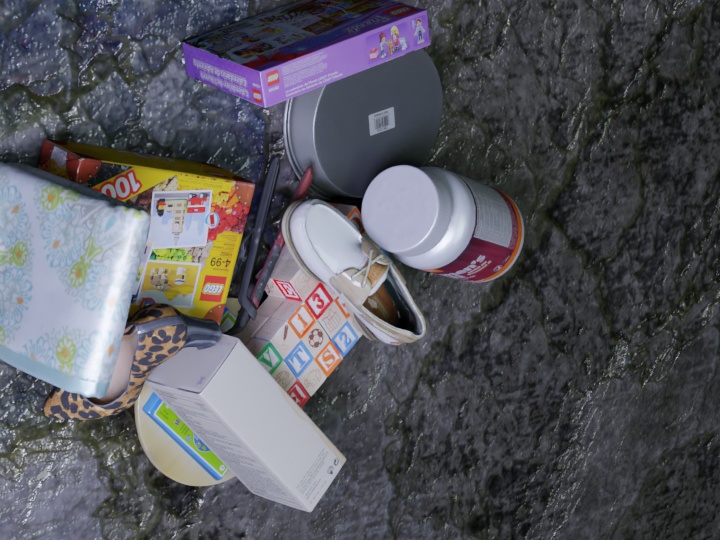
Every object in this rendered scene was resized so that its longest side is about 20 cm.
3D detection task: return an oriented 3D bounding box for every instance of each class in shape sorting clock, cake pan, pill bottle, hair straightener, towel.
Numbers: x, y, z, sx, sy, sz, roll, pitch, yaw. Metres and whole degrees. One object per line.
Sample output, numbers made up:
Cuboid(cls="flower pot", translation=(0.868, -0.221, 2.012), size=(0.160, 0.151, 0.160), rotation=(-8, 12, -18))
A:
Cuboid(cls="shape sorting clock", translation=(-0.153, 0.125, 1.756), size=(0.200, 0.039, 0.200), rotation=(-8, 102, -40))
Cuboid(cls="cake pan", translation=(0.010, -0.163, 1.775), size=(0.200, 0.037, 0.200), rotation=(-16, 117, -34))
Cuboid(cls="pill bottle", translation=(0.088, -0.051, 1.802), size=(0.200, 0.110, 0.110), rotation=(13, 99, -59))
Cuboid(cls="hair straightener", translation=(-0.117, -0.025, 1.721), size=(0.077, 0.041, 0.200), rotation=(21, 89, 1))
Cuboid(cls="towel", translation=(-0.279, 0.004, 1.500), size=(0.048, 0.200, 0.171), rotation=(0, 106, -54))

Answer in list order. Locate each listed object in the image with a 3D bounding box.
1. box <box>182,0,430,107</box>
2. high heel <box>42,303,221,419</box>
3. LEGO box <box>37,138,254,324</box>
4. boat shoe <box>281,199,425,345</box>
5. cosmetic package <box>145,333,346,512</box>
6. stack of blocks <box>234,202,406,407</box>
Cuboid(cls="box", translation=(-0.052, -0.219, 1.635), size=(0.200, 0.137, 0.039), rotation=(-24, 121, -30))
Cuboid(cls="high heel", translation=(-0.240, 0.087, 1.585), size=(0.200, 0.071, 0.143), rotation=(-28, 167, 14))
Cuboid(cls="LEGO box", translation=(-0.217, -0.034, 1.614), size=(0.200, 0.077, 0.149), rotation=(6, 103, -41))
Cuboid(cls="boat shoe", translation=(0.000, 0.000, 1.718), size=(0.200, 0.068, 0.075), rotation=(48, 66, -34))
Cuboid(cls="cosmetic package", translation=(-0.115, 0.150, 1.699), size=(0.073, 0.104, 0.200), rotation=(-54, 128, -22))
Cuboid(cls="stack of blocks", translation=(-0.055, 0.038, 1.761), size=(0.200, 0.059, 0.115), rotation=(-50, 125, -24))
